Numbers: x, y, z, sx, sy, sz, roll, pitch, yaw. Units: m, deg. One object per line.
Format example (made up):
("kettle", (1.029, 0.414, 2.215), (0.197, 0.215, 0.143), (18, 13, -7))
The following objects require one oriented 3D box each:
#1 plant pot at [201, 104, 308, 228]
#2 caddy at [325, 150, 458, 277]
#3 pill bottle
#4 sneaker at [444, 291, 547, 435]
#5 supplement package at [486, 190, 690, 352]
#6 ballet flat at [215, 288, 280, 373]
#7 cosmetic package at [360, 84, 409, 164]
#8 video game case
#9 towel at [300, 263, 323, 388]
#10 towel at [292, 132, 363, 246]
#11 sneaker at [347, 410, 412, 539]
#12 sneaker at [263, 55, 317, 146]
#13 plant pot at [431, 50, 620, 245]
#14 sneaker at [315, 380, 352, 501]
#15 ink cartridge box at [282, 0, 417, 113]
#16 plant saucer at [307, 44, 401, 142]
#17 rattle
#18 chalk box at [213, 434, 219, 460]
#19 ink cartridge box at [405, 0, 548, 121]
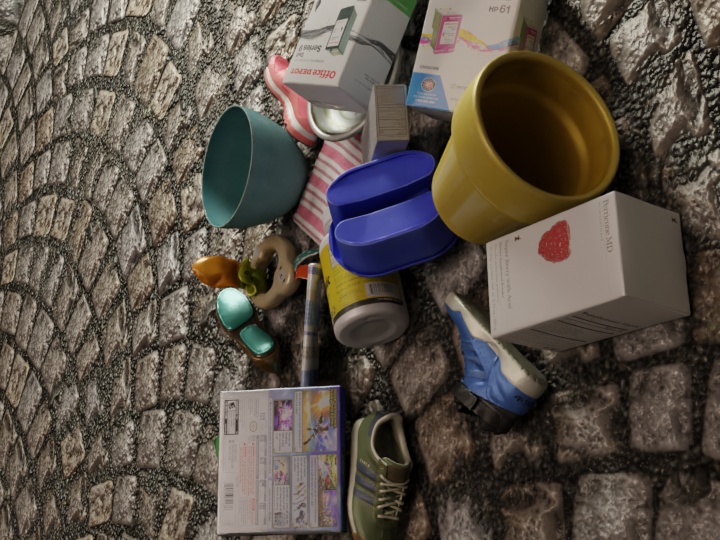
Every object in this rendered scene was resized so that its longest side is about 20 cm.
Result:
("plant pot", (-0.165, -0.162, 1.863), (0.199, 0.133, 0.203), (-21, 66, 56))
("caddy", (0.045, -0.073, 1.540), (0.197, 0.105, 0.143), (-18, 59, 7))
("pill bottle", (0.000, 0.000, 1.623), (0.111, 0.110, 0.202), (-40, 50, 40))
("sneaker", (0.144, 0.122, 1.421), (0.112, 0.076, 0.200), (-53, 48, 16))
("supplement package", (0.254, 0.007, 1.271), (0.199, 0.119, 0.123), (-24, 61, 48))
("ballet flat", (-0.185, 0.108, 1.882), (0.200, 0.067, 0.073), (42, 158, 45))
("cosmetic package", (0.034, -0.187, 1.598), (0.200, 0.050, 0.084), (110, 160, -75))
("video game case", (-0.109, 0.268, 1.575), (0.178, 0.045, 0.203), (-4, 74, 11))
("towel", (-0.072, 0.090, 1.693), (0.147, 0.023, 0.203), (89, -175, -86))
("towel", (-0.042, -0.140, 1.784), (0.146, 0.030, 0.202), (40, 112, 51))
("sneaker", (0.031, 0.286, 1.521), (0.090, 0.066, 0.203), (-36, 51, 49))
("sneaker", (-0.097, -0.302, 1.890), (0.087, 0.073, 0.202), (-41, 54, 23))
("plant pot", (0.183, -0.129, 1.363), (0.189, 0.198, 0.203), (131, 137, -56))
("sneaker", (-0.023, 0.254, 1.630), (0.089, 0.067, 0.203), (-14, 61, 32))
("ink cartridge box", (-0.015, -0.349, 1.685), (0.145, 0.084, 0.202), (13, 80, 49))
("plant saucer", (0.001, -0.285, 1.738), (0.199, 0.050, 0.203), (-24, 53, 37))
("rattle", (-0.161, -0.010, 1.827), (0.199, 0.142, 0.131), (6, 67, 60))
("chalk box", (-0.125, 0.314, 1.691), (0.124, 0.124, 0.202), (-48, 44, 34))
("ink cartridge box", (0.157, -0.300, 1.490), (0.143, 0.084, 0.203), (14, 90, 35))
